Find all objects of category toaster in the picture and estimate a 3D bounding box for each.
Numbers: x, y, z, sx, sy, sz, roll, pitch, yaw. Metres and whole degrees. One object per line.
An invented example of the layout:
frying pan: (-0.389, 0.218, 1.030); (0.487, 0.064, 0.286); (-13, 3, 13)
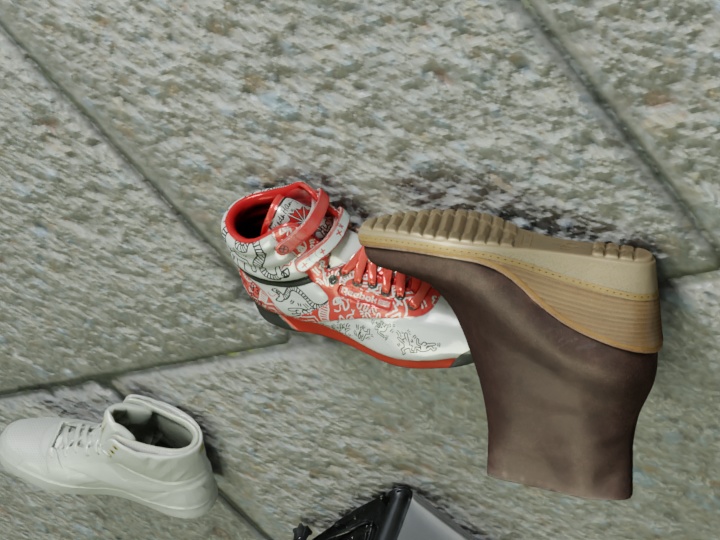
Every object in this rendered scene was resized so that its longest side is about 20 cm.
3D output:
toaster: (0.005, 0.283, 1.556); (0.119, 0.200, 0.181); (36, 139, -15)

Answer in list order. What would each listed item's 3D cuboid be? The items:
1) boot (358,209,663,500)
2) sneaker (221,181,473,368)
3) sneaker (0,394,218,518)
boot: (0.087, 0.055, 1.208); (0.199, 0.072, 0.167); (11, 110, 15)
sneaker: (-0.001, 0.001, 1.268); (0.201, 0.067, 0.108); (11, 146, 31)
sneaker: (-0.220, 0.140, 1.634); (0.199, 0.074, 0.116); (11, 143, 10)
